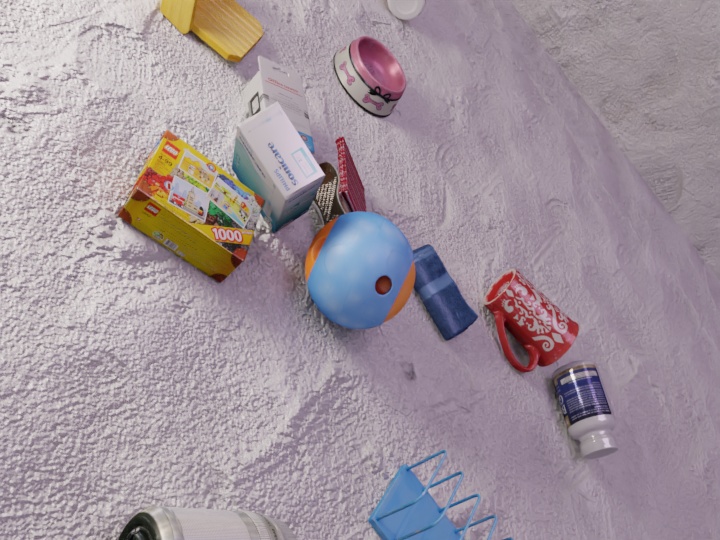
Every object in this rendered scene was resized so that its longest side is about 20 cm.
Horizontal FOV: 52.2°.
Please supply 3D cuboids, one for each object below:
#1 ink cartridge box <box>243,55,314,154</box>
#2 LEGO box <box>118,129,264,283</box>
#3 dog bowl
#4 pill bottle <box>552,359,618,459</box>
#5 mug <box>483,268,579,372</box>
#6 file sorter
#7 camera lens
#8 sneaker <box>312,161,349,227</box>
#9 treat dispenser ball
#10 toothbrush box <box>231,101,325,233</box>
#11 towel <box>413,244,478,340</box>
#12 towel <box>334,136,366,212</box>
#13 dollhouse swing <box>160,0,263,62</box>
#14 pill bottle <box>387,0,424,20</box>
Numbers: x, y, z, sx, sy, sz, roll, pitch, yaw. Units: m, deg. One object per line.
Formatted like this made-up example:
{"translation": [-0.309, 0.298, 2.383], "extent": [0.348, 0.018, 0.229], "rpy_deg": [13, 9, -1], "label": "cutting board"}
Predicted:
{"translation": [-0.165, -0.313, 1.462], "extent": [0.114, 0.066, 0.205], "rpy_deg": [15, 53, -39], "label": "ink cartridge box"}
{"translation": [-0.267, -0.102, 1.187], "extent": [0.198, 0.077, 0.151], "rpy_deg": [35, 42, -23], "label": "LEGO box"}
{"translation": [0.030, -0.480, 1.793], "extent": [0.197, 0.073, 0.204], "rpy_deg": [28, 45, -31], "label": "dog bowl"}
{"translation": [0.517, 0.319, 1.680], "extent": [0.109, 0.110, 0.205], "rpy_deg": [15, 52, -38], "label": "pill bottle"}
{"translation": [0.382, 0.115, 1.678], "extent": [0.200, 0.133, 0.178], "rpy_deg": [43, 37, -8], "label": "mug"}
{"translation": [0.138, 0.418, 1.192], "extent": [0.201, 0.122, 0.139], "rpy_deg": [51, 37, -3], "label": "file sorter"}
{"translation": [-0.184, 0.364, 0.857], "extent": [0.197, 0.159, 0.164], "rpy_deg": [17, 50, -37], "label": "camera lens"}
{"translation": [-0.056, -0.122, 1.454], "extent": [0.085, 0.071, 0.204], "rpy_deg": [60, 13, -53], "label": "sneaker"}
{"translation": [0.000, 0.000, 1.294], "extent": [0.198, 0.200, 0.205], "rpy_deg": [27, 45, -30], "label": "treat dispenser ball"}
{"translation": [-0.146, -0.170, 1.261], "extent": [0.084, 0.200, 0.148], "rpy_deg": [-33, 85, -16], "label": "toothbrush box"}
{"translation": [0.167, 0.044, 1.564], "extent": [0.111, 0.048, 0.203], "rpy_deg": [-22, 79, -51], "label": "towel"}
{"translation": [-0.016, -0.158, 1.467], "extent": [0.203, 0.022, 0.146], "rpy_deg": [-95, 164, -50], "label": "towel"}
{"translation": [-0.272, -0.557, 1.463], "extent": [0.172, 0.184, 0.202], "rpy_deg": [26, 41, -1], "label": "dollhouse swing"}
{"translation": [0.142, -0.827, 2.142], "extent": [0.112, 0.112, 0.203], "rpy_deg": [35, 41, -22], "label": "pill bottle"}
